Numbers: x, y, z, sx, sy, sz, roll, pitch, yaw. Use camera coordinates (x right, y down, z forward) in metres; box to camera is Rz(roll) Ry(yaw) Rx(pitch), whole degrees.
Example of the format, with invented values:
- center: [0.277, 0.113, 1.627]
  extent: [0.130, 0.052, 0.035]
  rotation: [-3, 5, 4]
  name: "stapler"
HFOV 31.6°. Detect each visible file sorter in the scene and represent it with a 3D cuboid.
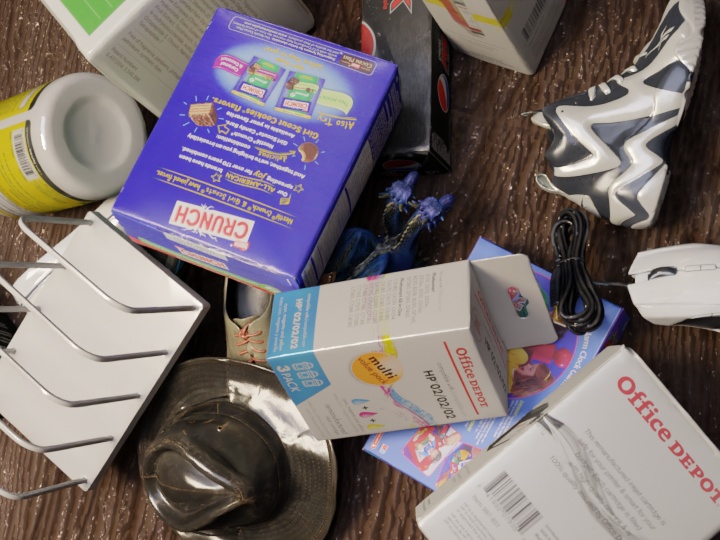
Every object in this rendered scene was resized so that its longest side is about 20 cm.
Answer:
- center: [-0.253, 0.070, 1.050]
  extent: [0.139, 0.124, 0.200]
  rotation: [38, 104, 18]
  name: "file sorter"

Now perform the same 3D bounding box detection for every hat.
- center: [-0.120, 0.166, 1.049]
  extent: [0.200, 0.081, 0.201]
  rotation: [4, 100, 25]
  name: "hat"

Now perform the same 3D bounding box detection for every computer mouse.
- center: [0.246, 0.005, 0.979]
  extent: [0.199, 0.044, 0.110]
  rotation: [4, 52, 7]
  name: "computer mouse"

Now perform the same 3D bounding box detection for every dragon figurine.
- center: [0.000, 0.000, 1.067]
  extent: [0.200, 0.099, 0.059]
  rotation: [-42, 66, 6]
  name: "dragon figurine"

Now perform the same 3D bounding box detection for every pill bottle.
- center: [-0.294, -0.108, 1.168]
  extent: [0.200, 0.112, 0.113]
  rotation: [-7, 72, 46]
  name: "pill bottle"

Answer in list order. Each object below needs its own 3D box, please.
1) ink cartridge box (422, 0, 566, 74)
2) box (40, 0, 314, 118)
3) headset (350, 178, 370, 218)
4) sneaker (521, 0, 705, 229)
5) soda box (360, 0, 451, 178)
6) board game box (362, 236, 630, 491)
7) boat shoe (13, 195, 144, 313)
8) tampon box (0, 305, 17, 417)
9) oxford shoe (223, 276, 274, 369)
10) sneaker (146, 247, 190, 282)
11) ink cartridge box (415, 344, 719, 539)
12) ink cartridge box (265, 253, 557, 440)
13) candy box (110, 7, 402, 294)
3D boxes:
- center: [0.113, -0.271, 1.041]
  extent: [0.083, 0.200, 0.145]
  rotation: [24, 85, 24]
  name: "ink cartridge box"
- center: [-0.187, -0.267, 1.150]
  extent: [0.171, 0.200, 0.199]
  rotation: [-42, 65, 3]
  name: "box"
- center: [-0.092, -0.079, 1.125]
  extent: [0.199, 0.094, 0.124]
  rotation: [-7, 67, -13]
  name: "headset"
- center: [0.202, -0.142, 1.041]
  extent: [0.129, 0.079, 0.200]
  rotation: [15, 92, 14]
  name: "sneaker"
- center: [0.040, -0.186, 1.121]
  extent: [0.071, 0.063, 0.201]
  rotation: [-3, 75, 19]
  name: "soda box"
- center: [0.110, 0.092, 1.033]
  extent: [0.134, 0.045, 0.200]
  rotation: [29, 87, 24]
  name: "board game box"
- center: [-0.229, -0.018, 1.180]
  extent: [0.200, 0.074, 0.065]
  rotation: [-41, 83, 9]
  name: "boat shoe"
- center: [-0.427, 0.063, 1.192]
  extent: [0.150, 0.126, 0.200]
  rotation: [-43, 66, 4]
  name: "tampon box"
- center: [-0.092, 0.069, 1.095]
  extent: [0.070, 0.075, 0.201]
  rotation: [-11, 76, 14]
  name: "oxford shoe"
- center: [-0.218, 0.039, 1.130]
  extent: [0.082, 0.073, 0.200]
  rotation: [31, 96, 3]
  name: "sneaker"
- center: [0.161, 0.172, 0.941]
  extent: [0.200, 0.084, 0.145]
  rotation: [-40, 87, -1]
  name: "ink cartridge box"
- center: [0.043, 0.061, 0.970]
  extent: [0.200, 0.115, 0.068]
  rotation: [-10, 47, 17]
  name: "ink cartridge box"
- center: [-0.080, -0.093, 1.037]
  extent: [0.169, 0.077, 0.200]
  rotation: [21, 72, 15]
  name: "candy box"
